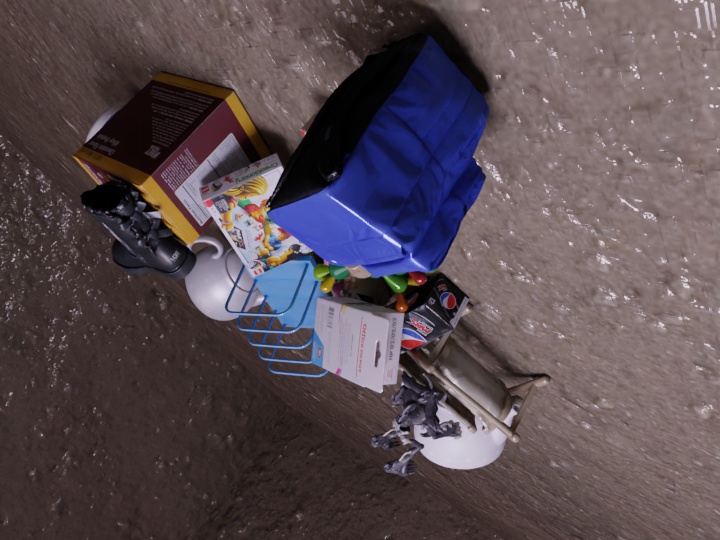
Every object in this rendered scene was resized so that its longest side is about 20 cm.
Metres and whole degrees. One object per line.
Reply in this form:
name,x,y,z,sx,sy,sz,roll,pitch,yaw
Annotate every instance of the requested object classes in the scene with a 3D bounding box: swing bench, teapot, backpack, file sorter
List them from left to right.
teapot,-0.312,0.012,1.535,0.146,0.200,0.199,-28,82,30
file sorter,-0.129,0.084,1.130,0.138,0.123,0.201,1,141,24
backpack,0.029,-0.104,0.613,0.168,0.201,0.162,37,159,-28
teapot,0.193,0.281,1.266,0.198,0.198,0.147,-108,13,-71
swing bench,0.171,0.175,1.089,0.199,0.130,0.200,40,160,-11

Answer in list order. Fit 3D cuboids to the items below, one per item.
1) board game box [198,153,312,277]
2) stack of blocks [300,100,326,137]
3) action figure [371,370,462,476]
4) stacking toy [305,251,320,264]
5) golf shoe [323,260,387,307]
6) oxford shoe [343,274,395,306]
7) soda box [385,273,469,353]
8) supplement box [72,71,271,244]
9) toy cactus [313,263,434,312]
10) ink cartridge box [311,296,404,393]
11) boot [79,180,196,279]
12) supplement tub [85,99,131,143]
board game box,-0.150,-0.080,0.998,0.200,0.126,0.035,66,179,-53
stack of blocks,0.010,-0.114,0.830,0.115,0.059,0.200,27,158,29
action figure,0.093,0.233,1.015,0.119,0.102,0.201,53,134,30
stacking toy,-0.112,-0.061,1.138,0.110,0.116,0.200,38,147,2
golf shoe,-0.023,0.024,1.184,0.091,0.075,0.201,37,160,53
oxford shoe,0.000,0.000,1.081,0.071,0.074,0.200,18,152,45
soda box,0.085,0.081,1.047,0.063,0.071,0.200,40,145,-9
supplement box,-0.291,-0.180,1.002,0.196,0.200,0.133,23,156,36
toy cactus,0.010,0.001,0.947,0.198,0.103,0.165,7,176,19
ink cartridge box,0.004,0.113,1.020,0.067,0.116,0.199,3,-174,-35
boot,-0.351,-0.062,0.959,0.197,0.074,0.163,12,152,38
supplement tub,-0.395,-0.207,1.208,0.200,0.145,0.145,37,161,2
